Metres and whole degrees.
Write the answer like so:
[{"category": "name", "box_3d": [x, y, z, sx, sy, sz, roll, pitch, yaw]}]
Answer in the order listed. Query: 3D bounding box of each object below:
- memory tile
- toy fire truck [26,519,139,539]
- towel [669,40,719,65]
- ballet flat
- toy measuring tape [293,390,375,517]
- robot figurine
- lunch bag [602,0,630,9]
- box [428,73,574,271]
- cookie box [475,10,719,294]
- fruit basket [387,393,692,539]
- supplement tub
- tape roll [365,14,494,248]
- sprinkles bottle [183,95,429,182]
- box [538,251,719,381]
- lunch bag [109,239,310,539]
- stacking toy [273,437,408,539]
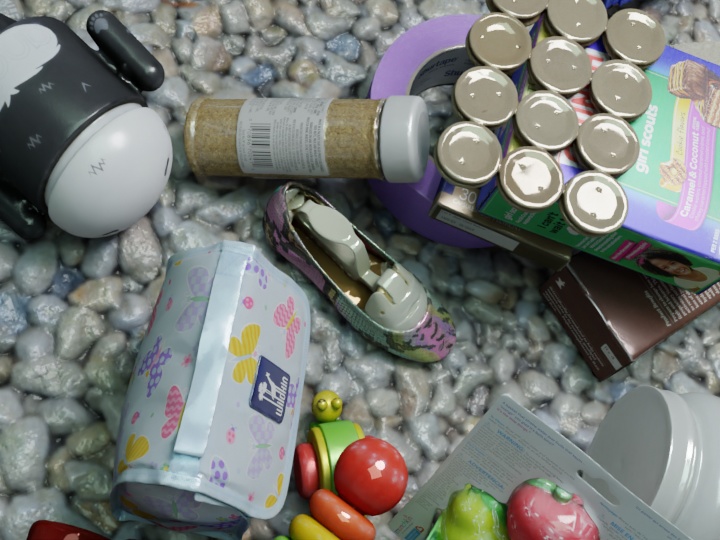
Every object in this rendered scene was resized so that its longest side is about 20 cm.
[{"category": "memory tile", "box_3d": [0.145, -0.132, 0.811, 0.151, 0.017, 0.203, 19, 68, -1]}, {"category": "toy fire truck", "box_3d": [-0.199, 0.216, 0.688, 0.197, 0.168, 0.114, 2, 63, 28]}, {"category": "towel", "box_3d": [0.383, -0.161, 1.006, 0.197, 0.035, 0.135, 1, 64, 22]}, {"category": "ballet flat", "box_3d": [0.000, 0.000, 0.885, 0.199, 0.071, 0.069, 41, 68, 6]}, {"category": "toy measuring tape", "box_3d": [-0.011, 0.187, 0.810, 0.072, 0.074, 0.203, -5, 70, -13]}, {"category": "robot figurine", "box_3d": [-0.240, -0.118, 0.856, 0.200, 0.151, 0.125, 42, 45, 8]}, {"category": "lunch bag", "box_3d": [0.240, -0.351, 1.046, 0.168, 0.124, 0.201, -27, 68, -21]}, {"category": "box", "box_3d": [0.143, -0.113, 0.910, 0.119, 0.032, 0.202, 22, 65, -3]}, {"category": "cookie box", "box_3d": [0.211, -0.098, 0.859, 0.197, 0.075, 0.173, 19, 68, -3]}, {"category": "fruit basket", "box_3d": [0.130, 0.193, 0.769, 0.184, 0.201, 0.094, 37, 39, 6]}, {"category": "supplement tub", "box_3d": [0.283, 0.180, 0.819, 0.197, 0.144, 0.146, 22, 66, -12]}, {"category": "tape roll", "box_3d": [0.099, -0.125, 0.958, 0.196, 0.066, 0.203, 4, 67, -9]}, {"category": "sprinkles bottle", "box_3d": [-0.044, -0.109, 0.881, 0.197, 0.068, 0.069, 3, 66, 16]}, {"category": "box", "box_3d": [0.267, 0.001, 0.939, 0.198, 0.075, 0.101, -28, 77, -22]}, {"category": "lunch bag", "box_3d": [-0.105, 0.092, 0.757, 0.125, 0.200, 0.172, 12, 66, -6]}, {"category": "stacking toy", "box_3d": [-0.033, 0.208, 0.752, 0.085, 0.085, 0.201, 36, 81, 5]}]
